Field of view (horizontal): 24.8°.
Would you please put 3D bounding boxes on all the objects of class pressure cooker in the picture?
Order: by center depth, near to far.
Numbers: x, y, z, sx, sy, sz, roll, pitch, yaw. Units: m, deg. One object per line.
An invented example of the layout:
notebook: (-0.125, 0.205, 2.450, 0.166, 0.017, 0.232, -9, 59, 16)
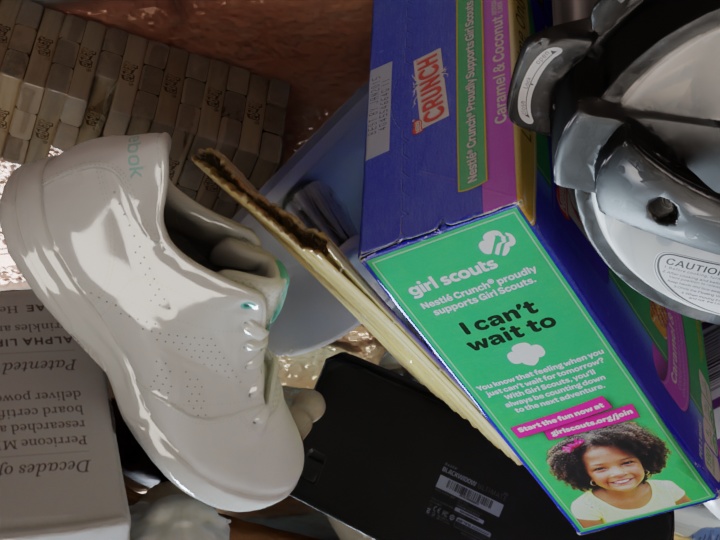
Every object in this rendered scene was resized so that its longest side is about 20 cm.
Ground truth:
pressure cooker: (0.154, -0.077, 0.610, 0.175, 0.201, 0.179, -24, 130, 25)

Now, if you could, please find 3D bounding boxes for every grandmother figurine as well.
grandmother figurine: (-0.078, 0.070, 0.797, 0.120, 0.201, 0.061, -2, 137, 11)

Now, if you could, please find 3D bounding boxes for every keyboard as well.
keyboard: (0.045, 0.131, 0.781, 0.198, 0.128, 0.021, 23, 179, 26)

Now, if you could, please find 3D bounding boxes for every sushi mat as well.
sushi mat: (0.006, 0.019, 0.698, 0.012, 0.096, 0.200, -47, 137, -3)

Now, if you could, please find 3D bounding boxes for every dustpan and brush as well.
dustpan and brush: (0.000, 0.000, 0.804, 0.140, 0.057, 0.200, -46, 163, -1)

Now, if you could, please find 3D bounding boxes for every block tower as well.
block tower: (-0.127, -0.077, 0.755, 0.198, 0.054, 0.058, 17, 137, -12)

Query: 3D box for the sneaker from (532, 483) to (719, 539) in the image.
sneaker: (0.150, 0.097, 0.852, 0.075, 0.089, 0.199, -8, 169, 40)

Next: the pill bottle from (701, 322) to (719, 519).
pill bottle: (0.249, 0.044, 0.794, 0.112, 0.113, 0.199, 35, 131, -28)

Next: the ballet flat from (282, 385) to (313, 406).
ballet flat: (-0.096, 0.080, 0.887, 0.198, 0.068, 0.062, 1, -177, 25)

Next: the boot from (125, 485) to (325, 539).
boot: (-0.095, 0.163, 0.952, 0.198, 0.069, 0.188, 14, 163, -3)

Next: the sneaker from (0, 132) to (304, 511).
sneaker: (-0.061, 0.025, 0.680, 0.088, 0.076, 0.201, -20, 129, 18)

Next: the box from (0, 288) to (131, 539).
box: (-0.210, 0.125, 0.724, 0.197, 0.132, 0.200, -4, 138, -16)

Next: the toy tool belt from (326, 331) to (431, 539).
toy tool belt: (0.058, 0.123, 0.887, 0.124, 0.124, 0.201, -7, 144, -27)

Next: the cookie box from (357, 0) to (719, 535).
cookie box: (0.081, -0.013, 0.712, 0.075, 0.172, 0.200, -21, 131, 24)
